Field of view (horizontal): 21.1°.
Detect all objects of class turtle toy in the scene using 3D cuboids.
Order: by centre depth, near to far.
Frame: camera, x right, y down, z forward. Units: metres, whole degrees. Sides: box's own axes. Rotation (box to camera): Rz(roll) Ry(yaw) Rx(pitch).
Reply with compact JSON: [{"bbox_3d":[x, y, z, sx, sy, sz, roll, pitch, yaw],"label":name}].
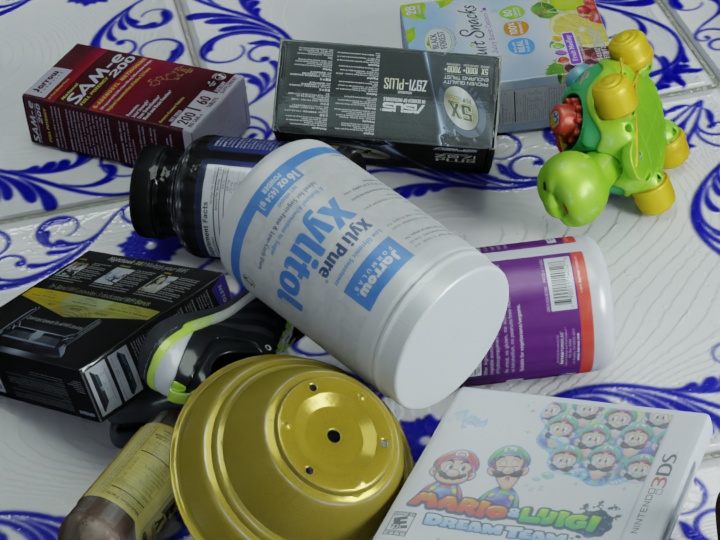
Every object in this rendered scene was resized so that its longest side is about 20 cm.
[{"bbox_3d":[0.222,-0.116,1.755,0.101,0.146,0.200,-9,33,29],"label":"turtle toy"}]

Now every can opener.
[{"bbox_3d":[-0.105,0.121,1.540,0.199,0.054,0.067,-6,36,2],"label":"can opener"}]

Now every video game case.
[{"bbox_3d":[0.132,0.154,1.378,0.199,0.024,0.182,4,36,25],"label":"video game case"}]

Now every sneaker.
[{"bbox_3d":[-0.087,0.067,1.528,0.083,0.072,0.199,35,39,30],"label":"sneaker"}]

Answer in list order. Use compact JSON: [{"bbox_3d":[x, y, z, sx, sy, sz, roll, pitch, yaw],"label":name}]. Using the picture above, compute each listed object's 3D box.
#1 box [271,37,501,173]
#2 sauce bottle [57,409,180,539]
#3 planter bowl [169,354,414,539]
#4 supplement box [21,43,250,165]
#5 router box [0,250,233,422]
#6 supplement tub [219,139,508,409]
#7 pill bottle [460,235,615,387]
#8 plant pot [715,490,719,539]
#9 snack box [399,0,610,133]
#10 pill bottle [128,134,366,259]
[{"bbox_3d":[0.026,-0.147,1.761,0.199,0.087,0.164,5,-5,2],"label":"box"},{"bbox_3d":[-0.185,0.189,1.454,0.064,0.065,0.200,15,43,25],"label":"sauce bottle"},{"bbox_3d":[-0.032,0.135,1.408,0.199,0.083,0.201,12,58,-20],"label":"planter bowl"},{"bbox_3d":[-0.222,-0.160,1.914,0.199,0.061,0.109,13,41,23],"label":"supplement box"},{"bbox_3d":[-0.220,0.050,1.600,0.157,0.052,0.199,-35,28,-33],"label":"router box"},{"bbox_3d":[0.000,0.000,1.476,0.132,0.132,0.200,-34,54,-32],"label":"supplement tub"},{"bbox_3d":[0.102,0.037,1.575,0.199,0.113,0.113,-7,37,-1],"label":"pill bottle"},{"bbox_3d":[0.319,0.246,1.246,0.186,0.187,0.201,3,53,11],"label":"plant pot"},{"bbox_3d":[0.146,-0.210,1.928,0.199,0.068,0.169,-8,38,-1],"label":"snack box"},{"bbox_3d":[-0.100,-0.063,1.731,0.199,0.112,0.112,6,39,15],"label":"pill bottle"}]
